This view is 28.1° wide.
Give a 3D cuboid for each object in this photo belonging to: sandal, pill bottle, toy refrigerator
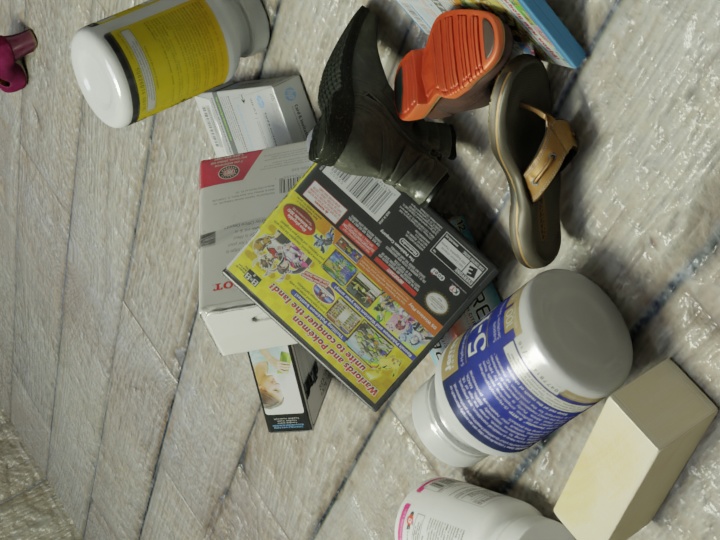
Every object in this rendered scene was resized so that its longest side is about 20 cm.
[{"bbox_3d":[0.152,-0.087,1.197,0.054,0.082,0.202,13,126,35],"label":"sandal"},{"bbox_3d":[0.133,0.293,1.528,0.199,0.113,0.114,7,120,59],"label":"pill bottle"},{"bbox_3d":[-0.199,-0.238,1.537,0.112,0.199,0.113,41,146,35],"label":"pill bottle"},{"bbox_3d":[0.238,0.169,1.274,0.070,0.076,0.201,49,151,25],"label":"toy refrigerator"},{"bbox_3d":[0.136,0.096,1.283,0.120,0.119,0.200,57,135,10],"label":"pill bottle"}]

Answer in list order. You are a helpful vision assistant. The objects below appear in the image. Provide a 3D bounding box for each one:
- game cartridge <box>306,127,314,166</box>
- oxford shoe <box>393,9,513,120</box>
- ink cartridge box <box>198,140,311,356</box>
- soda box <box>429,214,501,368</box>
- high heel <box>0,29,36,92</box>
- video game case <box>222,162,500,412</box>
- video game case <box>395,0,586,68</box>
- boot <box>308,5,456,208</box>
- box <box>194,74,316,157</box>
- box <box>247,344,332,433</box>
[{"bbox_3d":[0.000,-0.050,1.438,0.133,0.041,0.202,-23,-85,-73],"label":"game cartridge"},{"bbox_3d":[0.092,-0.175,1.219,0.200,0.072,0.072,164,105,-71],"label":"oxford shoe"},{"bbox_3d":[-0.087,-0.025,1.474,0.085,0.144,0.201,71,-168,-51],"label":"ink cartridge box"},{"bbox_3d":[0.100,0.051,1.415,0.063,0.068,0.201,-14,101,60],"label":"soda box"},{"bbox_3d":[-0.565,-0.314,2.225,0.068,0.096,0.200,59,153,6],"label":"high heel"},{"bbox_3d":[0.000,0.000,1.360,0.200,0.181,0.026,42,-173,1],"label":"video game case"},{"bbox_3d":[0.079,-0.230,1.180,0.143,0.018,0.199,42,169,-38],"label":"video game case"},{"bbox_3d":[0.027,-0.148,1.340,0.130,0.201,0.068,21,140,-15],"label":"boot"},{"bbox_3d":[-0.107,-0.139,1.640,0.199,0.041,0.157,6,120,60],"label":"box"},{"bbox_3d":[-0.092,0.080,1.724,0.060,0.117,0.202,-4,117,15],"label":"box"}]
